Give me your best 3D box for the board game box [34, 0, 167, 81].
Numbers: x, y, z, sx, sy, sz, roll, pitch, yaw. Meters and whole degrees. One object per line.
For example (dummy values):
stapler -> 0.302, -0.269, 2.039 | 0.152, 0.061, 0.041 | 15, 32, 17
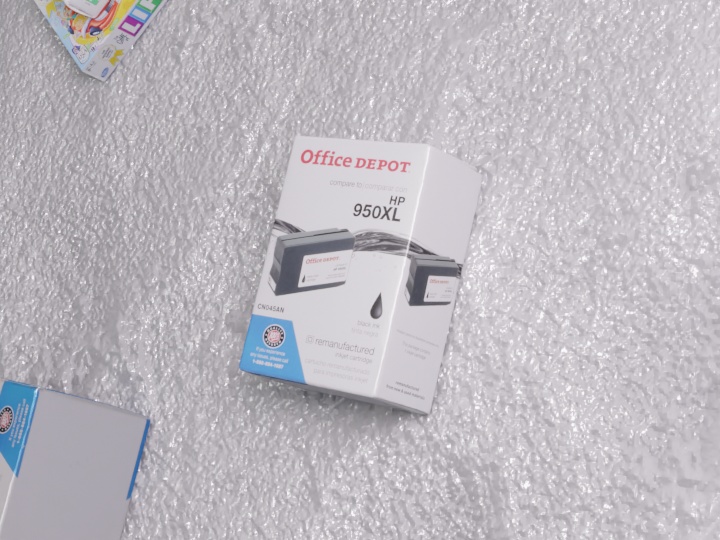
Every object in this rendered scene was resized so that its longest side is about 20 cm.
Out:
board game box -> -0.234, -0.308, 1.510 | 0.200, 0.034, 0.135 | -49, 53, 15

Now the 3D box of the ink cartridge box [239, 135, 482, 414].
ink cartridge box -> 0.000, 0.000, 1.213 | 0.144, 0.084, 0.202 | 7, 81, 37

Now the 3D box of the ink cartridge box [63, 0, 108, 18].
ink cartridge box -> -0.250, -0.374, 1.490 | 0.200, 0.050, 0.161 | -50, 53, 17

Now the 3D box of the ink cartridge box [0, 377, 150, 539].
ink cartridge box -> -0.321, 0.173, 1.363 | 0.199, 0.144, 0.149 | 8, 81, 38
